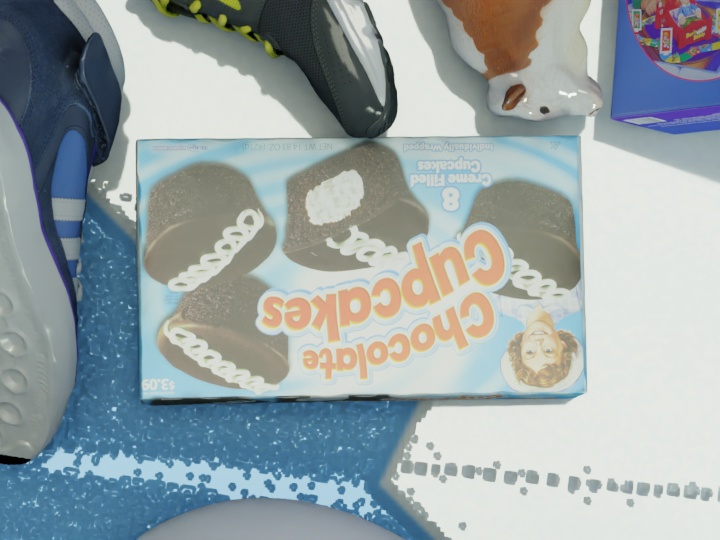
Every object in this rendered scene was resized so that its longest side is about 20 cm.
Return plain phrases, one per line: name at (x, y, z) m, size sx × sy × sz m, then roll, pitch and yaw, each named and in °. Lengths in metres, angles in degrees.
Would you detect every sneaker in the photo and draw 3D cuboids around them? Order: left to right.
sneaker at (-0.138, -0.032, 1.220) m, size 0.080 × 0.147 × 0.201 m, roll 10°, pitch 127°, yaw 19°
sneaker at (-0.057, -0.132, 1.245) m, size 0.084 × 0.074 × 0.200 m, roll -35°, pitch 77°, yaw -1°

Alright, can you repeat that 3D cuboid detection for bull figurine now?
bull figurine at (0.062, -0.164, 1.241) m, size 0.121 × 0.065 × 0.200 m, roll -38°, pitch 82°, yaw 13°

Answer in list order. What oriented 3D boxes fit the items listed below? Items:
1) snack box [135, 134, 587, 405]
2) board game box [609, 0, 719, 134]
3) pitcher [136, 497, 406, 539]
snack box at (0.000, 0.000, 1.242) m, size 0.199 × 0.037 × 0.117 m, roll -1°, pitch 84°, yaw -3°
board game box at (0.197, -0.135, 1.196) m, size 0.045 × 0.199 × 0.135 m, roll 10°, pitch 82°, yaw -40°
pitcher at (-0.007, 0.184, 1.156) m, size 0.199 × 0.121 × 0.173 m, roll 6°, pitch 67°, yaw 19°
